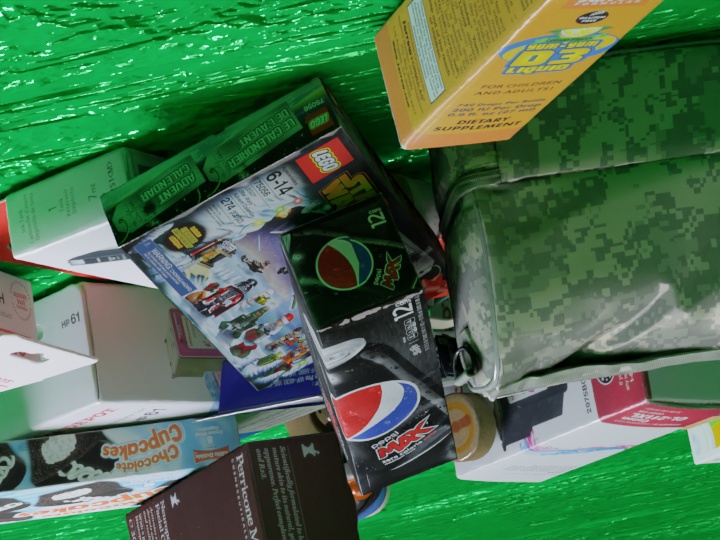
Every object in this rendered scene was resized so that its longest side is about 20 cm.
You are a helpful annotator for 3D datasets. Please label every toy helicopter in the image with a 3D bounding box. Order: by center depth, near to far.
[{"bbox_3d":[0.014,0.103,1.806,0.079,0.133,0.200,5,-175,-43],"label":"toy helicopter"}]

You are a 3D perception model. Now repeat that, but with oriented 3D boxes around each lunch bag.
[{"bbox_3d":[0.137,-0.023,1.449,0.199,0.168,0.139,-7,165,-9],"label":"lunch bag"}]

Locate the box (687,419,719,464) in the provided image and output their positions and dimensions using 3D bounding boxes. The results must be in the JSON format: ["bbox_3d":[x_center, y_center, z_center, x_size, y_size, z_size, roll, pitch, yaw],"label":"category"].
[{"bbox_3d":[0.347,0.072,2.049,0.101,0.113,0.200,0,161,-33],"label":"box"}]

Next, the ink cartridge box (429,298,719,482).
[{"bbox_3d":[0.142,0.049,1.758,0.083,0.146,0.200,3,160,-37],"label":"ink cartridge box"}]

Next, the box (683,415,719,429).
[{"bbox_3d":[0.259,0.036,1.866,0.200,0.107,0.152,-22,161,39],"label":"box"}]

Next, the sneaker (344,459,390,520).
[{"bbox_3d":[-0.075,0.216,2.361,0.199,0.077,0.111,-16,170,6],"label":"sneaker"}]

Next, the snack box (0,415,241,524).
[{"bbox_3d":[-0.185,0.135,1.747,0.199,0.037,0.116,-7,166,-12],"label":"snack box"}]

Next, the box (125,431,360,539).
[{"bbox_3d":[-0.077,0.180,1.717,0.075,0.101,0.200,-3,163,-31],"label":"box"}]

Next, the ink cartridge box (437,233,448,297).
[{"bbox_3d":[0.143,-0.018,1.587,0.199,0.050,0.109,-10,140,-25],"label":"ink cartridge box"}]

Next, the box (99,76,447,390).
[{"bbox_3d":[-0.041,-0.015,1.460,0.137,0.040,0.200,-29,148,7],"label":"box"}]

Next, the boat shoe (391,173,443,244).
[{"bbox_3d":[0.000,0.000,1.630,0.069,0.071,0.200,2,160,-32],"label":"boat shoe"}]

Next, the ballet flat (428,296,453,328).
[{"bbox_3d":[0.074,-0.004,1.666,0.200,0.071,0.067,-22,160,37],"label":"ballet flat"}]

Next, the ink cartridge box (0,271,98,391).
[{"bbox_3d":[-0.274,0.041,1.608,0.199,0.068,0.115,-15,164,20],"label":"ink cartridge box"}]

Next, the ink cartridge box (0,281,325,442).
[{"bbox_3d":[-0.144,0.068,1.760,0.199,0.085,0.144,5,160,-41],"label":"ink cartridge box"}]

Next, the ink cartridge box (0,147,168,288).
[{"bbox_3d":[-0.141,-0.013,1.548,0.173,0.044,0.200,-20,162,30],"label":"ink cartridge box"}]

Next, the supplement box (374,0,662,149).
[{"bbox_3d":[0.074,-0.122,1.241,0.066,0.069,0.200,-6,163,-22],"label":"supplement box"}]

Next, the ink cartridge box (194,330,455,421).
[{"bbox_3d":[-0.014,0.065,1.671,0.099,0.039,0.200,-11,176,30],"label":"ink cartridge box"}]

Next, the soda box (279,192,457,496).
[{"bbox_3d":[0.006,0.046,1.475,0.063,0.071,0.200,-21,148,-4],"label":"soda box"}]
